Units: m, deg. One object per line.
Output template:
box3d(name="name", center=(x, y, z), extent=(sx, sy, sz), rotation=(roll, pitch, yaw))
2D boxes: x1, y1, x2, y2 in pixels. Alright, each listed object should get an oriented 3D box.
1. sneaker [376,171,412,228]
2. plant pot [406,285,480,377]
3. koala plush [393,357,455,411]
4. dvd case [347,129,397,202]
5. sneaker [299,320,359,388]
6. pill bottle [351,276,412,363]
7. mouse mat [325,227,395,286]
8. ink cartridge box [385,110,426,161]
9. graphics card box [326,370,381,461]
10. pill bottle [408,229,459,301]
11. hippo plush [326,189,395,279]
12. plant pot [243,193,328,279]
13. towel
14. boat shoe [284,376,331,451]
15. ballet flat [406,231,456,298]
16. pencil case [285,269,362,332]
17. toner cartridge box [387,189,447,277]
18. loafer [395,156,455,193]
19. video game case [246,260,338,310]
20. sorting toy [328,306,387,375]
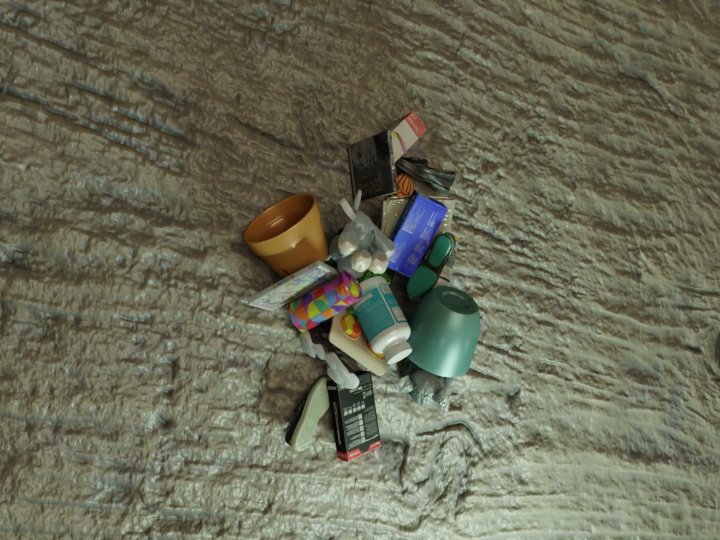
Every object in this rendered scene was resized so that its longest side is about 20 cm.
box3d(name="sneaker", center=(0.112, -0.173, 1.702), extent=(0.076, 0.112, 0.205), rotation=(21, 81, -21))
box3d(name="plant pot", center=(0.215, 0.140, 1.613), extent=(0.195, 0.202, 0.164), rotation=(6, 119, -23))
box3d(name="koala plush", center=(0.175, 0.290, 1.655), extent=(0.173, 0.200, 0.188), rotation=(22, 105, 5))
box3d(name="dvd case", center=(0.027, -0.261, 1.619), extent=(0.016, 0.198, 0.153), rotation=(-8, 92, -30))
box3d(name="sneaker", center=(-0.055, 0.200, 1.606), extent=(0.199, 0.076, 0.113), rotation=(40, 56, 19))
box3d(name="pill bottle", center=(0.054, 0.126, 1.581), extent=(0.108, 0.111, 0.203), rotation=(-17, 67, -22))
box3d(name="mouse mat", center=(0.000, 0.000, 1.684), extent=(0.198, 0.007, 0.164), rotation=(33, 61, -21))
box3d(name="ink cartridge box", center=(0.071, -0.325, 1.685), extent=(0.200, 0.116, 0.068), rotation=(-47, 105, -19))
box3d(name="graphics card box", center=(-0.016, 0.374, 1.650), extent=(0.123, 0.050, 0.206), rotation=(-11, 95, -41))
box3d(name="pill bottle", center=(0.198, -0.015, 1.736), extent=(0.114, 0.116, 0.206), rotation=(17, 83, -22))
box3d(name="hippo plush", center=(-0.031, -0.054, 1.574), extent=(0.202, 0.160, 0.158), rotation=(54, 44, 2))
box3d(name="plant pot", center=(-0.166, -0.073, 1.546), extent=(0.199, 0.199, 0.142), rotation=(-40, 120, -19))
box3d(name="towel", center=(0.144, -0.125, 1.638), extent=(0.194, 0.035, 0.136), rotation=(0, 116, -10))
box3d(name="boat shoe", center=(-0.132, 0.358, 1.609), extent=(0.075, 0.061, 0.203), rotation=(47, 56, -33))
box3d(name="ballet flat", center=(0.188, -0.014, 1.637), extent=(0.073, 0.075, 0.202), rotation=(21, 121, -21))
box3d(name="pencil case", center=(-0.090, 0.074, 1.559), extent=(0.088, 0.197, 0.090), rotation=(43, 32, -35))
box3d(name="toner cartridge box", center=(0.132, -0.092, 1.608), extent=(0.093, 0.043, 0.203), rotation=(22, 109, -17))
box3d(name="loafer", center=(0.179, -0.281, 1.751), extent=(0.197, 0.072, 0.064), rotation=(22, 112, -29))
box3d(name="video game case", center=(-0.159, 0.039, 1.520), extent=(0.197, 0.143, 0.018), rotation=(-28, 74, 10))
box3d(name="sorting toy", center=(0.008, 0.145, 1.637), extent=(0.184, 0.036, 0.202), rotation=(37, 37, -19))
